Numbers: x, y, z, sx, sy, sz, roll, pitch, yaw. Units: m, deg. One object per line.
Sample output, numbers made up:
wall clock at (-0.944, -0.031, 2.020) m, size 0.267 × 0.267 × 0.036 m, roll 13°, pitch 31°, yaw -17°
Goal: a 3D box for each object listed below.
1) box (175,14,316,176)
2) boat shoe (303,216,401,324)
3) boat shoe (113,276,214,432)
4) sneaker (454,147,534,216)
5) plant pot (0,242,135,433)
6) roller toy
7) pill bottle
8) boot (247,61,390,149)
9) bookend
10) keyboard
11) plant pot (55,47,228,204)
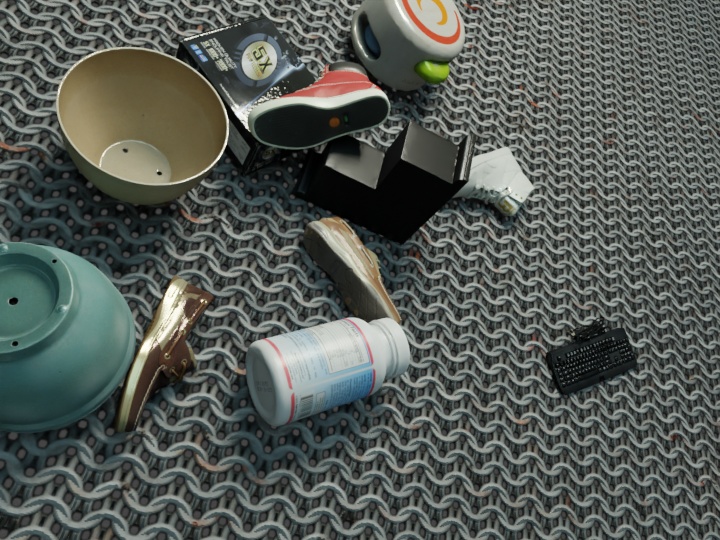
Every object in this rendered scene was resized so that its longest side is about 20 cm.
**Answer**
box at (-0.161, -0.270, 0.945) m, size 0.164 × 0.086 × 0.200 m, roll -32°, pitch 83°, yaw -35°
boat shoe at (0.000, 0.000, 0.905) m, size 0.072 × 0.076 × 0.200 m, roll -33°, pitch 85°, yaw -36°
boat shoe at (-0.231, 0.104, 0.743) m, size 0.072 × 0.072 × 0.200 m, roll 25°, pitch 53°, yaw -15°
sneaker at (0.232, -0.143, 1.088) m, size 0.200 × 0.074 × 0.116 m, roll -26°, pitch 77°, yaw -35°
plant pot at (-0.348, 0.052, 0.643) m, size 0.200 × 0.134 × 0.201 m, roll 5°, pitch 61°, yaw -9°
roller toy at (0.081, -0.427, 1.110) m, size 0.182 × 0.140 × 0.200 m, roll 34°, pitch 53°, yaw -21°
pill bottle at (-0.039, 0.123, 0.804) m, size 0.200 × 0.109 × 0.109 m, roll -11°, pitch 72°, yaw -31°
boot at (-0.073, -0.248, 0.896) m, size 0.200 × 0.073 × 0.144 m, roll -13°, pitch 45°, yaw -13°
bookend at (0.030, -0.154, 0.917) m, size 0.200 × 0.199 × 0.092 m, roll 23°, pitch 58°, yaw -14°
keyboard at (0.403, 0.138, 1.060) m, size 0.200 × 0.040 × 0.104 m, roll -12°, pitch 73°, yaw -31°
plant pot at (-0.285, -0.164, 0.803) m, size 0.200 × 0.134 × 0.201 m, roll 11°, pitch 61°, yaw -21°
